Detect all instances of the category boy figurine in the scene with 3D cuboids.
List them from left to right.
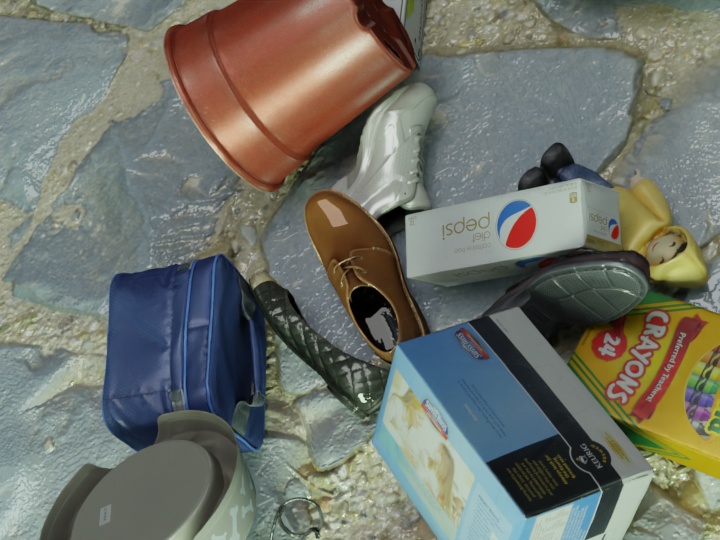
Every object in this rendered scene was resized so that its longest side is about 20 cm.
[{"bbox_3d":[0.234,-0.037,1.333,0.124,0.064,0.200,-43,50,-7],"label":"boy figurine"}]

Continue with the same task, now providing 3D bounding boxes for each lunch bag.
[{"bbox_3d":[-0.158,0.091,1.381,0.132,0.136,0.201,-13,59,17],"label":"lunch bag"}]

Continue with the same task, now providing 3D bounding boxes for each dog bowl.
[{"bbox_3d":[-0.178,0.214,1.238,0.200,0.059,0.200,-23,32,16],"label":"dog bowl"}]

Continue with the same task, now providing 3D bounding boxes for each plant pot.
[{"bbox_3d":[-0.061,-0.214,1.462,0.195,0.201,0.201,-30,52,18],"label":"plant pot"}]

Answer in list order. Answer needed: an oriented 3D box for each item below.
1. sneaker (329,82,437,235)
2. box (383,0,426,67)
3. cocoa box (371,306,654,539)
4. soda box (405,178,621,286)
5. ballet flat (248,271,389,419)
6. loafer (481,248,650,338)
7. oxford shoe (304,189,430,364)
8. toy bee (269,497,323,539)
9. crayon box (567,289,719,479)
[{"bbox_3d":[0.039,-0.094,1.455,0.099,0.078,0.200,23,81,26],"label":"sneaker"},{"bbox_3d":[-0.031,-0.274,1.595,0.199,0.060,0.117,-4,59,21],"label":"box"},{"bbox_3d":[0.119,0.153,1.195,0.131,0.134,0.200,-15,48,-27],"label":"cocoa box"},{"bbox_3d":[0.138,-0.032,1.324,0.200,0.068,0.064,-11,75,40],"label":"soda box"},{"bbox_3d":[-0.038,0.065,1.389,0.057,0.066,0.200,-47,61,1],"label":"ballet flat"},{"bbox_3d":[0.181,0.014,1.278,0.200,0.072,0.063,-29,27,50],"label":"loafer"},{"bbox_3d":[0.000,0.000,1.372,0.071,0.071,0.200,-37,69,14],"label":"oxford shoe"},{"bbox_3d":[-0.116,0.292,1.228,0.130,0.200,0.109,15,31,-12],"label":"toy bee"},{"bbox_3d":[0.281,0.097,1.237,0.200,0.051,0.127,20,70,31],"label":"crayon box"}]
